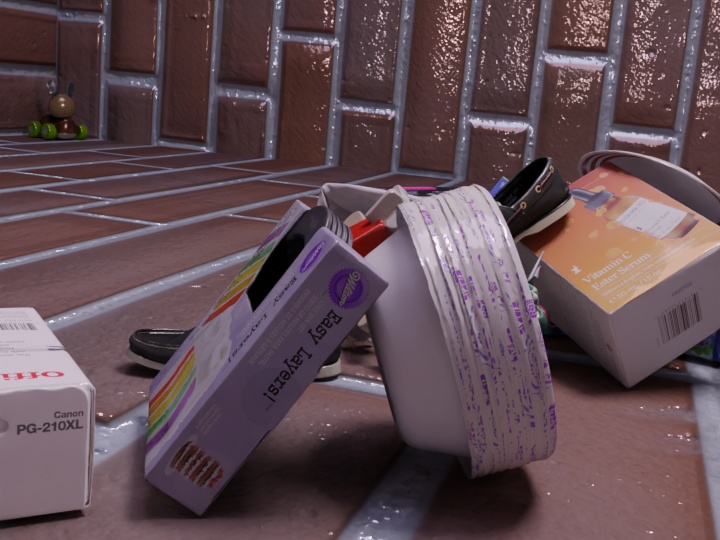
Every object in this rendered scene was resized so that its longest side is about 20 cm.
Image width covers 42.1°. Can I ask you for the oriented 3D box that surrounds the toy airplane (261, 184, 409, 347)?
[{"bbox_3d":[0.000,0.000,1.032,0.198,0.142,0.200,-1,36,46],"label":"toy airplane"}]

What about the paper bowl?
[{"bbox_3d":[0.061,0.048,0.667,0.104,0.202,0.201,-15,12,-2],"label":"paper bowl"}]

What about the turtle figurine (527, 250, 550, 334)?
[{"bbox_3d":[0.127,0.053,0.925,0.199,0.101,0.149,-21,4,-29],"label":"turtle figurine"}]

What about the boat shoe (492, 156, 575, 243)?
[{"bbox_3d":[0.130,-0.043,0.955,0.201,0.063,0.074,-37,17,-17],"label":"boat shoe"}]

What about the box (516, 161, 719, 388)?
[{"bbox_3d":[0.270,-0.003,0.979,0.152,0.107,0.200,-31,37,-8],"label":"box"}]

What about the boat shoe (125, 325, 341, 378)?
[{"bbox_3d":[-0.115,0.061,0.867,0.198,0.068,0.072,1,13,-11],"label":"boat shoe"}]

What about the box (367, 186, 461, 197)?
[{"bbox_3d":[0.057,-0.062,1.411,0.198,0.116,0.132,-1,11,6],"label":"box"}]

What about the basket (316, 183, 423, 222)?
[{"bbox_3d":[0.045,-0.026,1.180,0.199,0.137,0.123,14,2,41],"label":"basket"}]

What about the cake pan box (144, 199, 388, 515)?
[{"bbox_3d":[-0.071,0.046,0.652,0.052,0.200,0.184,38,4,-18],"label":"cake pan box"}]

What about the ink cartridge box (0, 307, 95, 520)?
[{"bbox_3d":[-0.267,0.088,0.607,0.144,0.085,0.200,-1,12,-29],"label":"ink cartridge box"}]

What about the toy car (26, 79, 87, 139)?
[{"bbox_3d":[-1.060,-0.564,3.277,0.157,0.201,0.164,13,13,34],"label":"toy car"}]

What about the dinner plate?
[{"bbox_3d":[0.345,-0.088,1.071,0.199,0.024,0.200,29,-8,4],"label":"dinner plate"}]

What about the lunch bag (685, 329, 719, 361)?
[{"bbox_3d":[0.386,0.022,1.131,0.169,0.128,0.200,12,23,34],"label":"lunch bag"}]

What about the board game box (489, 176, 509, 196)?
[{"bbox_3d":[0.240,-0.032,1.209,0.134,0.045,0.200,41,0,26],"label":"board game box"}]

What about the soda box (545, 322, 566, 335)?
[{"bbox_3d":[0.205,0.026,1.187,0.067,0.065,0.200,3,12,-14],"label":"soda box"}]
